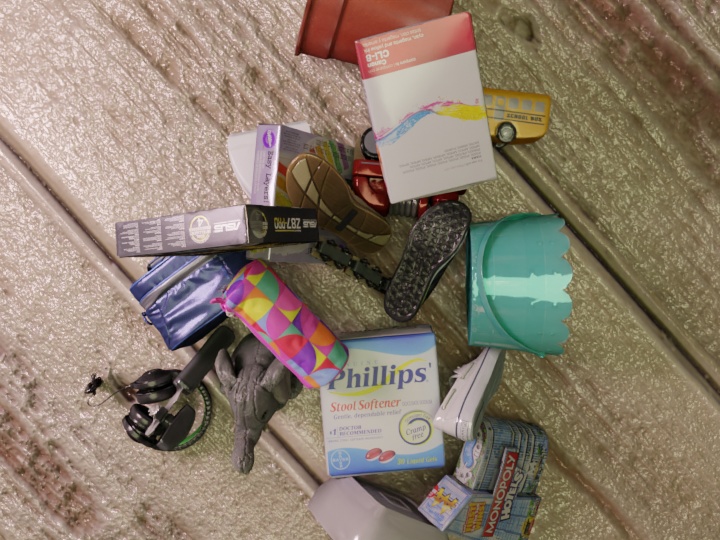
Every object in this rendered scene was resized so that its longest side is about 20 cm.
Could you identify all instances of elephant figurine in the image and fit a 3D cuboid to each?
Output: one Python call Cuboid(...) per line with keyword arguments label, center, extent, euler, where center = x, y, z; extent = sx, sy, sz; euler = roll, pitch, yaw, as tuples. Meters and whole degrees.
Cuboid(label="elephant figurine", center=(-0.151, 0.169, 0.984), extent=(0.141, 0.200, 0.156), euler=(-39, 91, 3))

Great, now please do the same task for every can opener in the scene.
Cuboid(label="can opener", center=(-0.255, 0.176, 1.025), extent=(0.066, 0.052, 0.202), euler=(38, 65, -13))

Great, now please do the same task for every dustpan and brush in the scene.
Cuboid(label="dustpan and brush", center=(-0.125, -0.117, 1.049), extent=(0.137, 0.057, 0.204), euler=(-10, 86, 3))

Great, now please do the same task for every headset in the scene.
Cuboid(label="headset", center=(-0.335, 0.210, 1.067), extent=(0.196, 0.094, 0.126), euler=(17, 89, -15))

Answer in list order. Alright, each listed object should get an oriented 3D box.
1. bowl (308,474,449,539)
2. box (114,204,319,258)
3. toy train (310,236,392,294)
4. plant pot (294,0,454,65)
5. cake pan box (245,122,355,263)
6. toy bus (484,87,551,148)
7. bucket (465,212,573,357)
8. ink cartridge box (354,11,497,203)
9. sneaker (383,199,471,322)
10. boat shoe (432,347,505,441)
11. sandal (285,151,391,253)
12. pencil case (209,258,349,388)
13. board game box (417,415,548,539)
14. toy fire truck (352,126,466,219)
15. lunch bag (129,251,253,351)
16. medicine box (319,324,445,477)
Cuboid(label="bowl", center=(0.037, 0.370, 0.979), extent=(0.198, 0.199, 0.076), euler=(30, 85, -24))
Cuboid(label="box", center=(-0.172, -0.047, 0.828), extent=(0.196, 0.161, 0.050), euler=(-5, 89, 26))
Cuboid(label="toy train", center=(0.000, 0.000, 1.007), extent=(0.198, 0.045, 0.035), euler=(30, 81, -36))
Cuboid(label="plant pot", center=(0.024, -0.376, 0.968), extent=(0.192, 0.201, 0.205), euler=(18, 93, -8))
Cuboid(label="cake pan box", center=(-0.081, -0.103, 0.982), extent=(0.052, 0.199, 0.188), euler=(9, 93, 31))
Cuboid(label="toy bus", center=(0.183, -0.235, 1.024), extent=(0.196, 0.065, 0.080), euler=(7, 93, 1))
Cuboid(label="bucket", center=(0.222, 0.019, 0.973), extent=(0.132, 0.207, 0.212), euler=(-1, 93, 6))
Cuboid(label="ink cartridge box", center=(0.082, -0.209, 0.864), extent=(0.142, 0.146, 0.204), euler=(-13, 108, 4))
Cuboid(label="sneaker", center=(0.094, -0.015, 0.985), extent=(0.071, 0.083, 0.202), euler=(35, 103, 10))
Cuboid(label="boat shoe", center=(0.164, 0.165, 0.998), extent=(0.066, 0.200, 0.075), euler=(10, 122, 24))
Cuboid(label="sandal", center=(-0.032, -0.095, 0.947), extent=(0.080, 0.054, 0.199), euler=(-41, 129, 16))
Cuboid(label="pencil case", center=(-0.106, 0.076, 0.912), extent=(0.088, 0.088, 0.200), euler=(-45, 107, 3))
Cuboid(label="board game box", center=(0.189, 0.326, 1.003), extent=(0.197, 0.061, 0.204), euler=(15, 94, -37))
Cuboid(label="toy fire truck", center=(0.071, -0.095, 1.018), extent=(0.172, 0.129, 0.204), euler=(5, 83, 1))
Cuboid(label="lunch bag", center=(-0.244, 0.019, 1.010), extent=(0.198, 0.136, 0.133), euler=(-35, 88, 1))
Cuboid(label="medicine box", center=(0.031, 0.194, 1.030), extent=(0.178, 0.103, 0.205), euler=(-5, 94, 1))
